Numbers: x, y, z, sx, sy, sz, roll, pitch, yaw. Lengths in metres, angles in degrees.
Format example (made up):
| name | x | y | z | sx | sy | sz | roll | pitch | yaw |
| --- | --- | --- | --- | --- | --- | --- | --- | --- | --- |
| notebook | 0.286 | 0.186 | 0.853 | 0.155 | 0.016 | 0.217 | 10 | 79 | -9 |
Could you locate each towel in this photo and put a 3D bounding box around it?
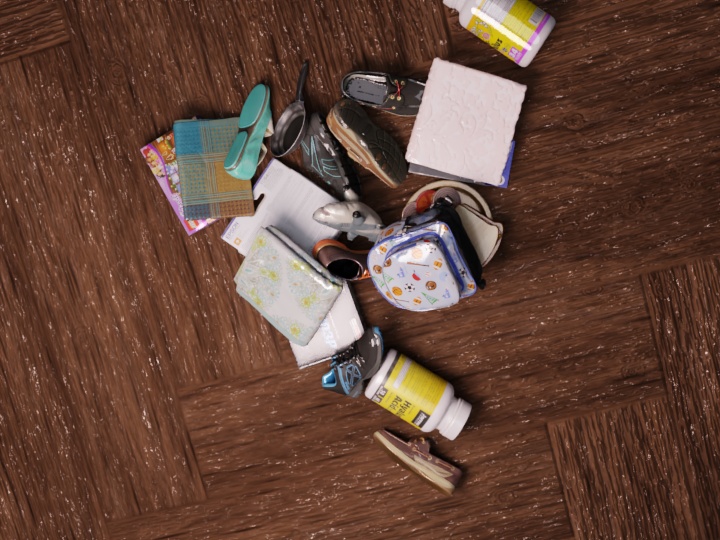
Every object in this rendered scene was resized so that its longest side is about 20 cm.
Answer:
| name | x | y | z | sx | sy | sz | roll | pitch | yaw |
| --- | --- | --- | --- | --- | --- | --- | --- | --- | --- |
| towel | -0.145 | 0.030 | 1.666 | 0.200 | 0.048 | 0.172 | 39 | 129 | 9 |
| towel | -0.288 | -0.200 | 1.706 | 0.145 | 0.022 | 0.202 | -5 | 83 | -20 |
| towel | 0.201 | -0.281 | 1.651 | 0.189 | 0.032 | 0.202 | 16 | 99 | 1 |

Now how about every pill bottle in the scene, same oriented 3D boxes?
| name | x | y | z | sx | sy | sz | roll | pitch | yaw |
| --- | --- | --- | --- | --- | --- | --- | --- | --- | --- |
| pill bottle | 0.118 | 0.252 | 1.735 | 0.199 | 0.111 | 0.112 | 30 | 101 | 1 |
| pill bottle | 0.255 | -0.475 | 1.613 | 0.199 | 0.104 | 0.105 | 34 | 101 | 1 |

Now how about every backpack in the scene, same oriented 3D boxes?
| name | x | y | z | sx | sy | sz | roll | pitch | yaw |
| --- | --- | --- | --- | --- | --- | --- | --- | --- | --- |
| backpack | 0.112 | -0.011 | 1.621 | 0.189 | 0.154 | 0.201 | -14 | 110 | 32 |

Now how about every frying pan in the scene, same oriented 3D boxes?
| name | x | y | z | sx | sy | sz | roll | pitch | yaw |
| --- | --- | --- | --- | --- | --- | --- | --- | --- | --- |
| frying pan | -0.137 | -0.307 | 1.713 | 0.031 | 0.192 | 0.115 | 24 | 146 | -34 |

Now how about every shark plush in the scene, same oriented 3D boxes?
| name | x | y | z | sx | sy | sz | roll | pitch | yaw |
| --- | --- | --- | --- | --- | --- | --- | --- | --- | --- |
| shark plush | -0.003 | -0.089 | 1.690 | 0.083 | 0.199 | 0.091 | -40 | 55 | 19 |

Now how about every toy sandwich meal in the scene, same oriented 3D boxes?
| name | x | y | z | sx | sy | sz | roll | pitch | yaw |
| --- | --- | --- | --- | --- | --- | --- | --- | --- | --- |
| toy sandwich meal | 0.174 | -0.077 | 1.699 | 0.203 | 0.070 | 0.208 | 1 | 99 | 6 |

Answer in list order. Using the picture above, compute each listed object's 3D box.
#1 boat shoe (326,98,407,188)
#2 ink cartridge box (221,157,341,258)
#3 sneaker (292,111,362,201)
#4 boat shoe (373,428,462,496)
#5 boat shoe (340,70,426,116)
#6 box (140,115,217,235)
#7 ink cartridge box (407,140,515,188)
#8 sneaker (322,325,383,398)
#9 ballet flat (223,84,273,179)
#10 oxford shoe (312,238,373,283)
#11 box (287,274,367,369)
| name | x | y | z | sx | sy | sz | roll | pitch | yaw |
| --- | --- | --- | --- | --- | --- | --- | --- | --- | --- |
| boat shoe | 0.011 | -0.245 | 1.696 | 0.200 | 0.074 | 0.076 | 50 | 57 | -12 |
| ink cartridge box | -0.145 | -0.090 | 1.729 | 0.199 | 0.041 | 0.200 | 35 | 92 | 13 |
| sneaker | -0.063 | -0.210 | 1.715 | 0.079 | 0.075 | 0.201 | -28 | 86 | 21 |
| boat shoe | 0.120 | 0.379 | 1.785 | 0.199 | 0.072 | 0.072 | 33 | 71 | 11 |
| boat shoe | 0.058 | -0.343 | 1.678 | 0.199 | 0.063 | 0.074 | 9 | 95 | 3 |
| box | -0.336 | -0.192 | 1.757 | 0.136 | 0.039 | 0.201 | -29 | 94 | 10 |
| ink cartridge box | 0.197 | -0.223 | 1.694 | 0.198 | 0.037 | 0.096 | 10 | 99 | 3 |
| sneaker | -0.014 | 0.184 | 1.715 | 0.081 | 0.074 | 0.201 | 11 | 131 | -18 |
| ballet flat | -0.210 | -0.267 | 1.710 | 0.067 | 0.070 | 0.202 | 0 | 65 | 41 |
| oxford shoe | 0.000 | 0.000 | 1.694 | 0.198 | 0.073 | 0.072 | 13 | 117 | -30 |
| box | -0.084 | 0.082 | 1.766 | 0.158 | 0.046 | 0.202 | -19 | 96 | 9 |
